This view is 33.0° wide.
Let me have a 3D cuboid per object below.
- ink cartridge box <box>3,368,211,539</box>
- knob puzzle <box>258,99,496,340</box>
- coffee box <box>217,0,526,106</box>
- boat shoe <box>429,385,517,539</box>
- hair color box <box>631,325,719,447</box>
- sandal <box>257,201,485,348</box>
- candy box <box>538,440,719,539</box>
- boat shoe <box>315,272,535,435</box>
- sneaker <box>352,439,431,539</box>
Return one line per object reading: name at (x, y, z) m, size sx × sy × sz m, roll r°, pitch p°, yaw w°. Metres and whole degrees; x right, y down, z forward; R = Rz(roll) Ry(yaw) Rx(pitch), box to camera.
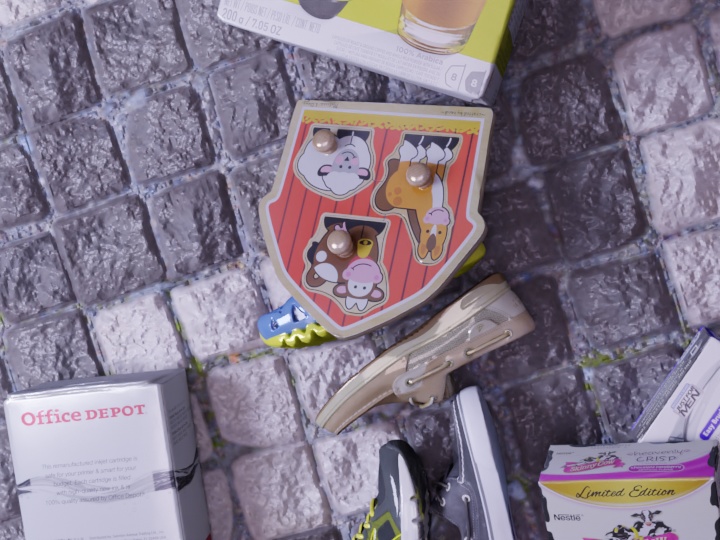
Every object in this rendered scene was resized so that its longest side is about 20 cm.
ink cartridge box at (-0.215, 0.192, 1.061) m, size 0.145 × 0.083 × 0.200 m, roll -7°, pitch 95°, yaw 10°
knob puzzle at (0.004, -0.044, 0.970) m, size 0.219 × 0.030 × 0.220 m, roll -6°, pitch 71°, yaw 19°
coffee box at (0.033, -0.247, 0.912) m, size 0.200 × 0.200 × 0.198 m, roll 18°, pitch 99°, yaw 6°
boat shoe at (0.092, 0.198, 1.024) m, size 0.066 × 0.070 × 0.200 m, roll -10°, pitch 102°, yaw 9°
hair color box at (0.332, 0.145, 0.976) m, size 0.200 × 0.065 × 0.109 m, roll 33°, pitch 101°, yaw 3°
sandal at (0.000, 0.000, 1.014) m, size 0.200 × 0.079 × 0.087 m, roll -29°, pitch 83°, yaw 5°
candy box at (0.227, 0.237, 0.969) m, size 0.136 × 0.061 × 0.200 m, roll -6°, pitch 110°, yaw 21°
boat shoe at (0.052, 0.083, 1.013) m, size 0.200 × 0.072 × 0.065 m, roll -37°, pitch 87°, yaw 6°
sneaker at (0.015, 0.243, 1.033) m, size 0.085 × 0.074 × 0.200 m, roll 1°, pitch 96°, yaw 10°
